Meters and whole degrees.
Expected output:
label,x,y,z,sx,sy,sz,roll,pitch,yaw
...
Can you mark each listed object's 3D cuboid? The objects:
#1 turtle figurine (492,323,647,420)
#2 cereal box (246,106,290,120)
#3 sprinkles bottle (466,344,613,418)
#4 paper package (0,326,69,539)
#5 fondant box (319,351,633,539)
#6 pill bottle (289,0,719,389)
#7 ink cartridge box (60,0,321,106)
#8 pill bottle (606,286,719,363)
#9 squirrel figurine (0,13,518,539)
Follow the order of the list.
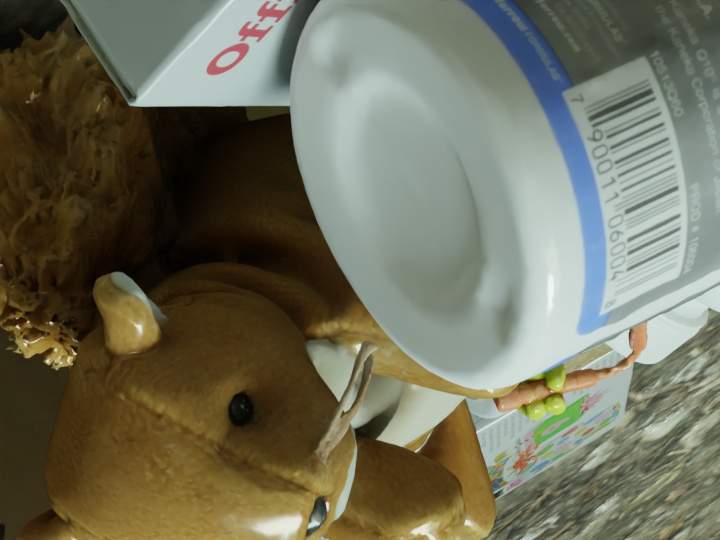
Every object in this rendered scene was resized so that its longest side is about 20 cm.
label,x,y,z,sx,sy,sz,roll,pitch,yaw
turtle figurine,0.000,0.000,0.940,0.161,0.064,0.200,-33,133,11
cereal box,-0.017,-0.018,1.025,0.144,0.040,0.200,-30,162,-6
sprinkles bottle,0.126,-0.001,1.263,0.200,0.068,0.068,-26,160,-22
paper package,-0.158,0.097,0.844,0.200,0.191,0.104,-23,157,-32
fondant box,0.041,0.084,1.352,0.200,0.058,0.144,-30,161,-8
pill bottle,0.091,-0.056,0.727,0.200,0.114,0.114,-24,160,-28
ink cartridge box,0.019,-0.121,0.756,0.145,0.084,0.200,-44,158,29
pill bottle,0.173,-0.051,1.144,0.200,0.111,0.111,-42,160,25
squirrel figurine,-0.051,0.016,0.796,0.187,0.200,0.142,-34,152,-56
